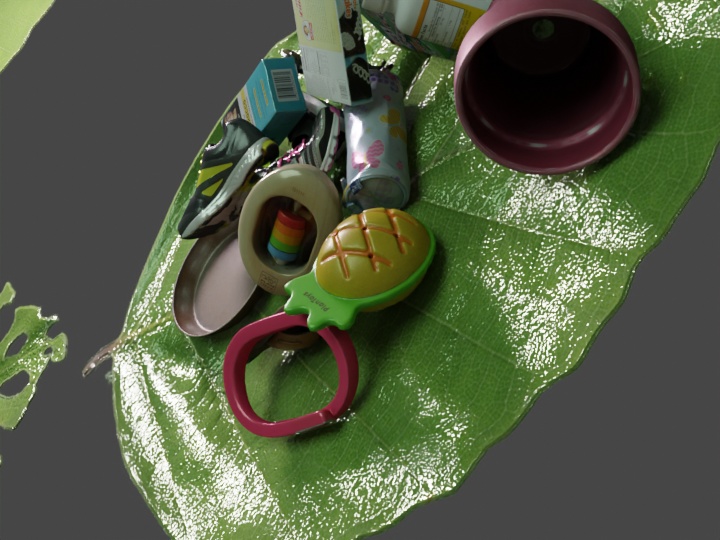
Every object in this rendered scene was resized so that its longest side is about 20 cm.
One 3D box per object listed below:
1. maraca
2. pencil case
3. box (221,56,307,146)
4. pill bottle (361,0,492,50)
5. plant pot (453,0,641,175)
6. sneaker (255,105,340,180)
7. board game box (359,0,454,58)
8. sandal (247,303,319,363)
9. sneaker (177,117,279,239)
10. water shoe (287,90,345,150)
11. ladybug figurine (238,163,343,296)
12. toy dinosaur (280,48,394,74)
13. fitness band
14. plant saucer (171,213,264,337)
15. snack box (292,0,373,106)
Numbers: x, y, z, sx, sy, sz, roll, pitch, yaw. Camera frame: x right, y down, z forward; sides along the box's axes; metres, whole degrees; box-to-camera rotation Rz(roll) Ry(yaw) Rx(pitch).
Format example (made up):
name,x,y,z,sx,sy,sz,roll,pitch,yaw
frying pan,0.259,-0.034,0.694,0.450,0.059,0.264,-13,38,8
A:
name,x,y,z,sx,sy,sz,roll,pitch,yaw
maraca,0.000,0.000,1.561,0.200,0.107,0.137,-38,43,-22
pencil case,0.017,-0.162,1.704,0.091,0.083,0.201,-36,42,38
box,-0.137,-0.216,1.859,0.200,0.049,0.083,-41,60,60
pill bottle,0.107,-0.328,1.605,0.111,0.199,0.112,-164,90,-86
plant pot,0.202,-0.235,1.473,0.200,0.200,0.180,-36,26,26
sneaker,-0.092,-0.132,1.760,0.074,0.087,0.201,-91,25,-70
board game box,0.024,-0.353,1.733,0.029,0.200,0.134,-56,37,-5
sandal,-0.087,0.079,1.663,0.200,0.080,0.054,-35,76,32
sneaker,-0.192,-0.126,1.837,0.200,0.074,0.085,-46,72,22
water shoe,-0.086,-0.209,1.865,0.200,0.071,0.079,32,97,56
ladybug figurine,-0.085,-0.055,1.706,0.201,0.135,0.072,-65,-6,36
toy dinosaur,-0.016,-0.271,1.811,0.199,0.088,0.048,10,95,35
fitness band,-0.085,0.123,1.600,0.199,0.037,0.145,-19,81,38
plant saucer,-0.185,0.006,1.853,0.200,0.034,0.201,-29,46,34
snack box,-0.041,-0.314,1.672,0.037,0.201,0.116,-20,24,-27
